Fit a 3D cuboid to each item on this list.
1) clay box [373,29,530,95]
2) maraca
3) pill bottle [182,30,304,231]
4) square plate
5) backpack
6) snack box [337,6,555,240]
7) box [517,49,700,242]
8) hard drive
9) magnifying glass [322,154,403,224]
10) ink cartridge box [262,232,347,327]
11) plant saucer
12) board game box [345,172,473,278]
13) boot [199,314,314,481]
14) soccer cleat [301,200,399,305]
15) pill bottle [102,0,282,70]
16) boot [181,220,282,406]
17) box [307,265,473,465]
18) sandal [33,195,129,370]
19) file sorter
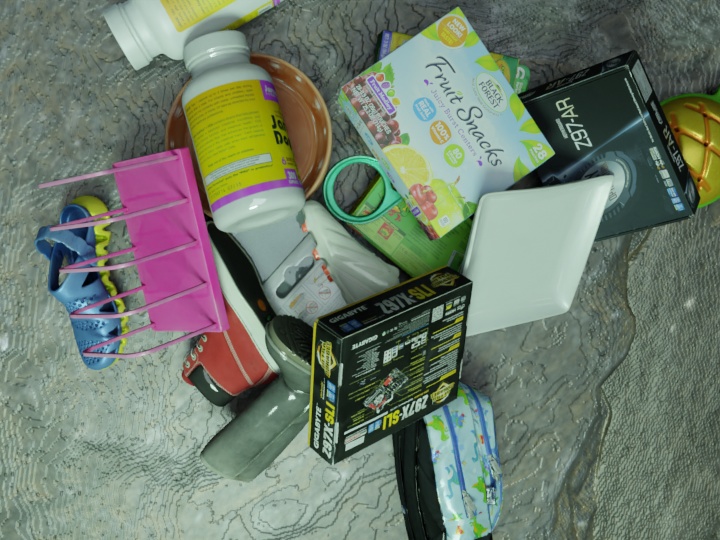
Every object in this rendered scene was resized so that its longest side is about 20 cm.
[{"bbox_3d":[0.110,-0.213,1.136,0.196,0.048,0.117,9,95,-7],"label":"clay box"},{"bbox_3d":[0.419,-0.155,1.151,0.198,0.107,0.139,-28,94,-7],"label":"maraca"},{"bbox_3d":[-0.134,-0.152,1.026,0.103,0.104,0.203,-16,85,-5],"label":"pill bottle"},{"bbox_3d":[0.192,-0.019,1.100,0.197,0.028,0.201,-10,128,-29],"label":"square plate"},{"bbox_3d":[0.103,0.237,1.146,0.152,0.163,0.203,-23,93,-12],"label":"backpack"},{"bbox_3d":[0.096,-0.165,1.069,0.167,0.068,0.202,-34,92,-7],"label":"snack box"},{"bbox_3d":[0.286,-0.138,1.104,0.159,0.044,0.202,-14,115,40],"label":"box"},{"bbox_3d":[-0.073,-0.007,1.146,0.199,0.033,0.140,40,91,-10],"label":"hard drive"},{"bbox_3d":[0.052,-0.105,1.107,0.196,0.022,0.081,-10,96,-7],"label":"magnifying glass"},{"bbox_3d":[-0.021,0.063,1.132,0.200,0.057,0.163,44,91,11],"label":"ink cartridge box"},{"bbox_3d":[-0.130,-0.152,1.101,0.196,0.032,0.204,0,84,3],"label":"plant saucer"},{"bbox_3d":[0.086,-0.038,1.154,0.199,0.048,0.102,39,90,-10],"label":"board game box"},{"bbox_3d":[-0.107,0.149,1.049,0.199,0.073,0.181,-34,138,17],"label":"boot"},{"bbox_3d":[0.000,0.000,1.081,0.077,0.069,0.202,-31,91,-3],"label":"soccer cleat"},{"bbox_3d":[-0.187,-0.309,1.059,0.198,0.104,0.105,-31,100,-3],"label":"pill bottle"},{"bbox_3d":[-0.177,0.056,1.098,0.143,0.072,0.202,-27,94,21],"label":"boot"},{"bbox_3d":[0.034,0.099,1.016,0.198,0.049,0.162,-21,129,-37],"label":"box"},{"bbox_3d":[-0.327,0.019,1.083,0.078,0.087,0.204,-10,95,28],"label":"sandal"},{"bbox_3d":[-0.251,-0.016,1.019,0.124,0.138,0.204,-21,103,-45],"label":"file sorter"}]
